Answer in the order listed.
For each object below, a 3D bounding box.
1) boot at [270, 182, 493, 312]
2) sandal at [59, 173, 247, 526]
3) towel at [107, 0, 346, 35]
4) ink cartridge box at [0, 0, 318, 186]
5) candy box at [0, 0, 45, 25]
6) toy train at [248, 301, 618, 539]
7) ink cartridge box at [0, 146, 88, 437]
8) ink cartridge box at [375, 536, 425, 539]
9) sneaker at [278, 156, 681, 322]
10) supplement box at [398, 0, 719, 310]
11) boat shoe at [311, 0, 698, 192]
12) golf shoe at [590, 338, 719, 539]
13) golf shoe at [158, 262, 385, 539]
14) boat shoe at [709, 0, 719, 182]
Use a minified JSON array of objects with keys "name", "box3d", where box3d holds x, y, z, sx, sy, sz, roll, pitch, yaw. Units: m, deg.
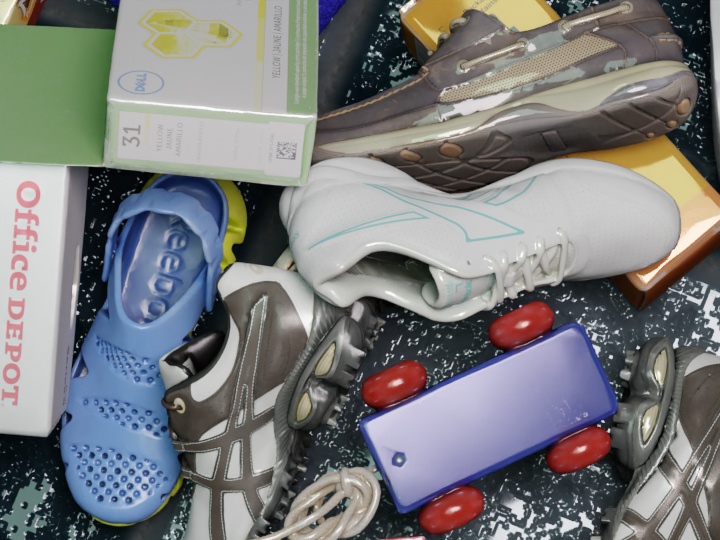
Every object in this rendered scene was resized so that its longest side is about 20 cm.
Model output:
[{"name":"boot","box3d":[0.000,0.000,1.312,0.075,0.074,0.200,42,83,1]},{"name":"sandal","box3d":[-0.114,0.034,1.303,0.079,0.087,0.200,9,82,5]},{"name":"towel","box3d":[-0.056,-0.199,1.316,0.148,0.050,0.200,40,108,-1]},{"name":"ink cartridge box","box3d":[-0.122,-0.103,1.249,0.200,0.146,0.048,6,123,-4]},{"name":"candy box","box3d":[-0.258,-0.212,1.373,0.200,0.055,0.116,22,82,8]},{"name":"toy train","box3d":[0.023,0.091,1.255,0.200,0.116,0.085,-25,89,-8]},{"name":"ink cartridge box","box3d":[-0.244,0.001,1.260,0.200,0.088,0.145,5,96,-3]},{"name":"ink cartridge box","box3d":[0.008,0.193,1.206,0.067,0.200,0.116,-6,80,3]},{"name":"sneaker","box3d":[0.062,-0.008,1.224,0.200,0.070,0.080,-1,38,-7]},{"name":"supplement box","box3d":[0.108,-0.077,1.317,0.067,0.069,0.200,-39,81,-4]},{"name":"boat shoe","box3d":[0.068,-0.091,1.261,0.200,0.075,0.073,-11,70,7]},{"name":"golf shoe","box3d":[0.163,0.137,1.260,0.094,0.078,0.200,12,82,6]},{"name":"golf shoe","box3d":[-0.067,0.081,1.267,0.094,0.078,0.200,26,111,-2]},{"name":"boat shoe","box3d":[0.218,-0.123,1.318,0.066,0.072,0.200,-1,71,9]}]
